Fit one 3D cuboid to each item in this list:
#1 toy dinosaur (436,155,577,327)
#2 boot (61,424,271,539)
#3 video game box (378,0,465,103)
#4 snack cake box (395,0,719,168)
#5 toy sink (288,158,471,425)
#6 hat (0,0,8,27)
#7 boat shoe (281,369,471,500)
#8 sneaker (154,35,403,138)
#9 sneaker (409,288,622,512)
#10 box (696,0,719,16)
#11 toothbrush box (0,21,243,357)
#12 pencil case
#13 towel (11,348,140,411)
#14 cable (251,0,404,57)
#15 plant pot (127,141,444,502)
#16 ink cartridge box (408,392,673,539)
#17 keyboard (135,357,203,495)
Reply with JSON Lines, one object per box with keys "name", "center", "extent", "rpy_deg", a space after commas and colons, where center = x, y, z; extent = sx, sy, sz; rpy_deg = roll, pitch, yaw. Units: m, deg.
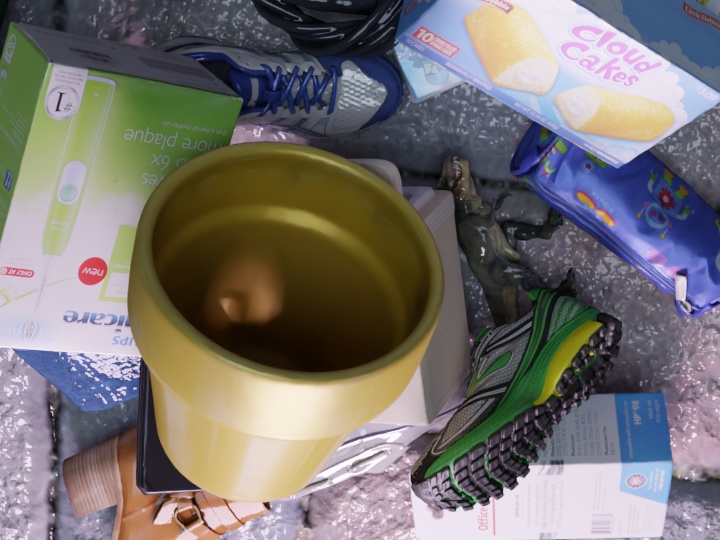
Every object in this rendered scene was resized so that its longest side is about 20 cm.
{"name": "toy dinosaur", "center": [0.120, -0.007, 1.116], "extent": [0.087, 0.048, 0.202], "rpy_deg": [-13, 110, 12]}
{"name": "boot", "center": [-0.145, 0.220, 1.192], "extent": [0.153, 0.074, 0.202], "rpy_deg": [-17, 108, 5]}
{"name": "video game box", "center": [0.094, -0.246, 1.041], "extent": [0.198, 0.047, 0.184], "rpy_deg": [-22, 102, 11]}
{"name": "snack cake box", "center": [0.138, -0.161, 0.964], "extent": [0.199, 0.068, 0.115], "rpy_deg": [26, 147, -21]}
{"name": "toy sink", "center": [0.000, 0.000, 1.074], "extent": [0.129, 0.112, 0.202], "rpy_deg": [0, 111, 25]}
{"name": "hat", "center": [-0.286, -0.240, 1.086], "extent": [0.165, 0.177, 0.200], "rpy_deg": [41, 145, -7]}
{"name": "boat shoe", "center": [0.007, 0.132, 1.154], "extent": [0.198, 0.072, 0.066], "rpy_deg": [-25, 119, 6]}
{"name": "sneaker", "center": [-0.067, -0.130, 1.067], "extent": [0.197, 0.088, 0.076], "rpy_deg": [2, 106, 2]}
{"name": "sneaker", "center": [0.104, 0.096, 1.058], "extent": [0.085, 0.200, 0.078], "rpy_deg": [31, 153, 34]}
{"name": "box", "center": [0.257, -0.219, 1.011], "extent": [0.200, 0.048, 0.118], "rpy_deg": [43, 85, -15]}
{"name": "toothbrush box", "center": [-0.185, -0.051, 0.981], "extent": [0.144, 0.086, 0.202], "rpy_deg": [7, 113, -36]}
{"name": "pencil case", "center": [0.204, -0.045, 1.075], "extent": [0.199, 0.087, 0.078], "rpy_deg": [39, 140, -7]}
{"name": "towel", "center": [-0.227, 0.034, 1.105], "extent": [0.111, 0.049, 0.200], "rpy_deg": [-25, 134, 13]}
{"name": "cable", "center": [-0.026, -0.250, 1.008], "extent": [0.163, 0.051, 0.200], "rpy_deg": [-40, 104, 21]}
{"name": "plant pot", "center": [-0.063, 0.049, 0.957], "extent": [0.199, 0.202, 0.190], "rpy_deg": [19, 137, -2]}
{"name": "ink cartridge box", "center": [0.139, 0.155, 1.125], "extent": [0.197, 0.067, 0.116], "rpy_deg": [-2, 141, 5]}
{"name": "keyboard", "center": [-0.116, 0.074, 1.131], "extent": [0.126, 0.021, 0.203], "rpy_deg": [2, 93, -29]}
